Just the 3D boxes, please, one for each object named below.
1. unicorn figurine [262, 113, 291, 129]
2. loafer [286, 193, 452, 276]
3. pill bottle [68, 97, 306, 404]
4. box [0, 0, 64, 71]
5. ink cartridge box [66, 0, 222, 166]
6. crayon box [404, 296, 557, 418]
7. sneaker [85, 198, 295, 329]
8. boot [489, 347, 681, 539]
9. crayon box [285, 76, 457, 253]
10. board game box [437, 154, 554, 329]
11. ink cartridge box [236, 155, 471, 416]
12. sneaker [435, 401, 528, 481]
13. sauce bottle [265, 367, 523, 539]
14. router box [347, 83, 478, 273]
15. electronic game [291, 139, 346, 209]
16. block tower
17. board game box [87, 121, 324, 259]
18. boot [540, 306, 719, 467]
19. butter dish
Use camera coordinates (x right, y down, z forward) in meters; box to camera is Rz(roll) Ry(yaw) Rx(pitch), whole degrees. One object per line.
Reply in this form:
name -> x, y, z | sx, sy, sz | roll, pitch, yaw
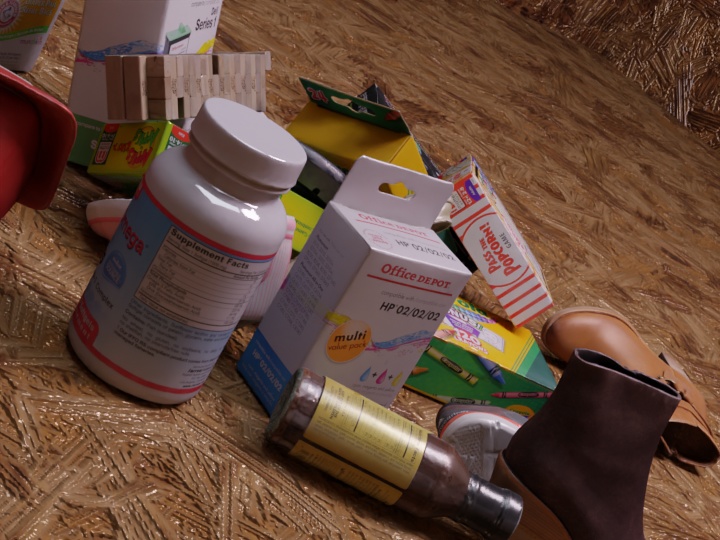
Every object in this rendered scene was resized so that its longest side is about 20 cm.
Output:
unicorn figurine -> -0.167, -0.160, 1.511 | 0.137, 0.074, 0.200 | 45, 36, 9
loafer -> 0.000, 0.000, 1.229 | 0.069, 0.198, 0.076 | 59, -4, 8
pill bottle -> -0.119, -0.015, 1.008 | 0.108, 0.201, 0.109 | 27, 19, -10
box -> -0.404, -0.291, 1.402 | 0.199, 0.102, 0.112 | 37, 20, 15
ink cartridge box -> -0.199, -0.200, 1.325 | 0.083, 0.203, 0.145 | 17, 17, 11
crayon box -> 0.079, 0.070, 1.321 | 0.198, 0.059, 0.119 | 24, 20, -20
sneaker -> -0.145, -0.003, 1.156 | 0.198, 0.106, 0.075 | 7, 3, 29
boot -> 0.206, 0.168, 1.109 | 0.198, 0.168, 0.073 | 27, 19, -13
crayon box -> 0.005, -0.082, 1.332 | 0.126, 0.051, 0.201 | 22, -27, 35
board game box -> 0.134, -0.035, 1.441 | 0.153, 0.046, 0.200 | 57, 9, -5
ink cartridge box -> 0.004, 0.022, 1.107 | 0.114, 0.201, 0.068 | 12, 26, -42
sneaker -> 0.150, 0.153, 1.208 | 0.198, 0.078, 0.082 | 26, 13, -19
sauce bottle -> 0.027, 0.143, 1.059 | 0.198, 0.065, 0.065 | 30, 19, -10
router box -> 0.052, -0.092, 1.560 | 0.201, 0.062, 0.150 | 52, 13, -17
electronic game -> -0.073, -0.077, 1.336 | 0.198, 0.042, 0.201 | 26, -21, 11
block tower -> -0.146, -0.163, 1.253 | 0.053, 0.059, 0.200 | 4, 12, 24
board game box -> -0.127, -0.066, 1.242 | 0.199, 0.048, 0.101 | 28, -16, -40
boot -> 0.289, 0.122, 1.501 | 0.198, 0.074, 0.155 | 23, 25, -17
butter dish -> -0.313, -0.072, 0.964 | 0.198, 0.149, 0.199 | 29, -25, -9
